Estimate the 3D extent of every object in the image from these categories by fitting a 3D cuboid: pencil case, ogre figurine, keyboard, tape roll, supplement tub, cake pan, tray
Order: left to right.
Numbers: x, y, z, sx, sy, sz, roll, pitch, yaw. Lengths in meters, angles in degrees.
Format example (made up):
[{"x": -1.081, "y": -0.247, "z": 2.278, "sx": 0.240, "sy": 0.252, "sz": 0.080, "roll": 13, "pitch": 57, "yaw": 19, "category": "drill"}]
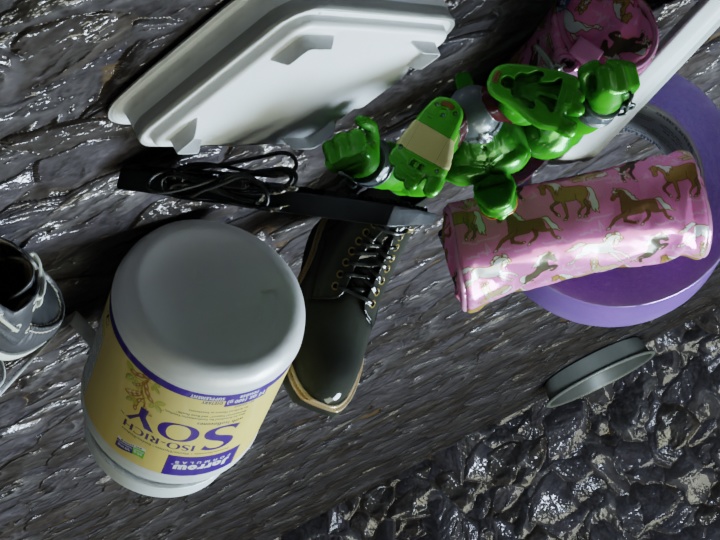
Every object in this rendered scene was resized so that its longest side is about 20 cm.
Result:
[{"x": -0.133, "y": 0.072, "z": 1.429, "sx": 0.145, "sy": 0.146, "sz": 0.200, "roll": -18, "pitch": 154, "yaw": -30, "category": "supplement tub"}, {"x": -0.056, "y": -0.058, "z": 1.208, "sx": 0.199, "sy": 0.040, "sz": 0.104, "roll": 7, "pitch": -175, "yaw": 20, "category": "keyboard"}, {"x": 0.083, "y": -0.090, "z": 1.251, "sx": 0.200, "sy": 0.098, "sz": 0.120, "roll": -35, "pitch": 170, "yaw": 0, "category": "ogre figurine"}, {"x": 0.133, "y": -0.130, "z": 1.358, "sx": 0.086, "sy": 0.083, "sz": 0.200, "roll": 7, "pitch": 155, "yaw": -21, "category": "pencil case"}, {"x": 0.161, "y": -0.029, "z": 1.389, "sx": 0.199, "sy": 0.083, "sz": 0.087, "roll": -14, "pitch": 180, "yaw": -1, "category": "pencil case"}, {"x": 0.388, "y": 0.165, "z": 3.098, "sx": 0.200, "sy": 0.037, "sz": 0.200, "roll": -25, "pitch": 167, "yaw": -6, "category": "cake pan"}, {"x": 0.198, "y": -0.060, "z": 1.488, "sx": 0.200, "sy": 0.200, "sz": 0.085, "roll": -25, "pitch": 167, "yaw": -3, "category": "tape roll"}, {"x": 0.217, "y": -0.147, "z": 1.395, "sx": 0.200, "sy": 0.022, "sz": 0.107, "roll": -47, "pitch": 179, "yaw": 0, "category": "tray"}]

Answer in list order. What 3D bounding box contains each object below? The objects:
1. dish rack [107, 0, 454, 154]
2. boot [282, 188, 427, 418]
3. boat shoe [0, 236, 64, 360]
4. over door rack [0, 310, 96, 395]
[{"x": -0.038, "y": -0.120, "z": 1.155, "sx": 0.171, "sy": 0.044, "sz": 0.200, "roll": -35, "pitch": 165, "yaw": 31, "category": "dish rack"}, {"x": 0.000, "y": 0.000, "z": 1.456, "sx": 0.077, "sy": 0.200, "sz": 0.138, "roll": 22, "pitch": 140, "yaw": -20, "category": "boot"}, {"x": -0.238, "y": 0.008, "z": 1.220, "sx": 0.060, "sy": 0.074, "sz": 0.200, "roll": -25, "pitch": 160, "yaw": 16, "category": "boat shoe"}, {"x": -0.306, "y": 0.086, "z": 1.423, "sx": 0.148, "sy": 0.067, "sz": 0.200, "roll": -31, "pitch": 180, "yaw": 20, "category": "over door rack"}]
